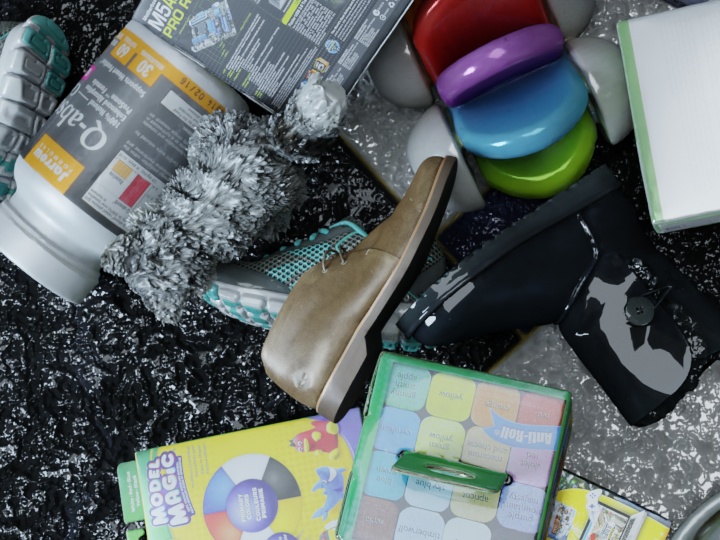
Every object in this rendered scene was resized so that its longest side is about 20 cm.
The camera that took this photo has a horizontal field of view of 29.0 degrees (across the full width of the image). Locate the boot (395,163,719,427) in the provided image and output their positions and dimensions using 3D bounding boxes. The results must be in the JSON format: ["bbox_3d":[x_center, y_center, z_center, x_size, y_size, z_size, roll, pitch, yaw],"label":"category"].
[{"bbox_3d":[0.148,0.041,0.963,0.200,0.076,0.168,-33,81,-17],"label":"boot"}]

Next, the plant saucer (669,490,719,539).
[{"bbox_3d":[0.297,0.236,0.940,0.200,0.050,0.200,-2,81,10],"label":"plant saucer"}]

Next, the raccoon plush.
[{"bbox_3d":[-0.101,-0.052,0.936,0.097,0.200,0.134,38,56,4],"label":"raccoon plush"}]

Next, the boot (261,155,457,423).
[{"bbox_3d":[0.000,0.000,0.955,0.075,0.074,0.200,30,90,13],"label":"boot"}]

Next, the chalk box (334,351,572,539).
[{"bbox_3d":[0.063,0.127,0.882,0.124,0.200,0.124,13,79,10],"label":"chalk box"}]

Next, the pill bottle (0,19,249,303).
[{"bbox_3d":[-0.186,-0.081,1.048,0.116,0.116,0.200,39,89,14],"label":"pill bottle"}]

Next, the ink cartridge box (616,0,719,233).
[{"bbox_3d":[0.280,-0.115,0.919,0.200,0.048,0.146,-11,79,16],"label":"ink cartridge box"}]

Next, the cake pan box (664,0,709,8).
[{"bbox_3d":[0.242,-0.302,1.042,0.200,0.052,0.184,30,89,14],"label":"cake pan box"}]

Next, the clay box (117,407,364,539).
[{"bbox_3d":[-0.083,0.176,1.020,0.200,0.048,0.115,-12,78,7],"label":"clay box"}]

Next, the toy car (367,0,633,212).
[{"bbox_3d":[0.097,-0.149,0.990,0.175,0.150,0.200,-24,77,5],"label":"toy car"}]

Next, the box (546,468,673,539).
[{"bbox_3d":[0.116,0.237,0.979,0.136,0.038,0.200,25,86,14],"label":"box"}]

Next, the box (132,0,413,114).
[{"bbox_3d":[-0.044,-0.208,0.949,0.160,0.044,0.200,33,128,-5],"label":"box"}]

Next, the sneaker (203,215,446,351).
[{"bbox_3d":[-0.027,0.002,1.034,0.200,0.078,0.091,9,74,3],"label":"sneaker"}]

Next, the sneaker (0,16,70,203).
[{"bbox_3d":[-0.301,-0.108,1.098,0.091,0.078,0.200,14,79,28],"label":"sneaker"}]
